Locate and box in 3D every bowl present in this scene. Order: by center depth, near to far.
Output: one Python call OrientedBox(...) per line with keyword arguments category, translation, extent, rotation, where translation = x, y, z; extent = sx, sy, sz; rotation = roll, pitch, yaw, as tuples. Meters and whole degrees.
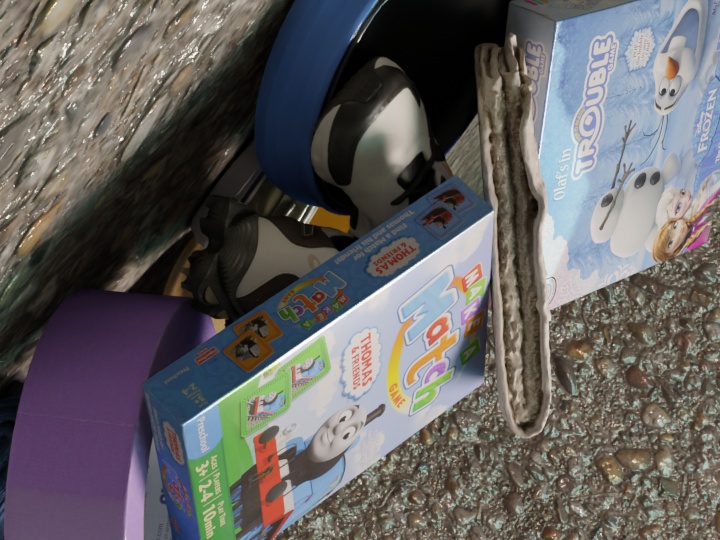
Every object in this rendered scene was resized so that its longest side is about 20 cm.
OrientedBox(category="bowl", translation=(0.022, -0.119, 0.997), extent=(0.200, 0.039, 0.201), rotation=(-41, 152, -27))

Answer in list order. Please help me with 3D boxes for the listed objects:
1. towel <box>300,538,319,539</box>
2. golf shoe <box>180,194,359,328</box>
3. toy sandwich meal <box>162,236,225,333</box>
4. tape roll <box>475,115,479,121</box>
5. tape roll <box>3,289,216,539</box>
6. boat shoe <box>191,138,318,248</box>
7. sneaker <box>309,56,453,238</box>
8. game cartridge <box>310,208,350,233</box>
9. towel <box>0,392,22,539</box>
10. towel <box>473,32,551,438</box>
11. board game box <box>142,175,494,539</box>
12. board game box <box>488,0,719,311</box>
OrientedBox(category="towel", translation=(-0.135, 0.228, 1.334), extent=(0.148, 0.031, 0.199), rotation=(-17, 179, -35))
OrientedBox(category="golf shoe", translation=(-0.031, 0.015, 0.989), extent=(0.200, 0.094, 0.078), rotation=(31, 72, -77))
OrientedBox(category="toy sandwich meal", translation=(-0.106, 0.070, 1.153), extent=(0.205, 0.070, 0.207), rotation=(1, 90, -67))
OrientedBox(category="tape roll", translation=(0.148, -0.183, 1.230), extent=(0.203, 0.139, 0.203), rotation=(-53, 162, -25))
OrientedBox(category="tape roll", translation=(-0.127, 0.113, 0.954), extent=(0.200, 0.065, 0.202), rotation=(5, 90, -81))
OrientedBox(category="boat shoe", translation=(-0.023, -0.082, 1.088), extent=(0.200, 0.062, 0.072), rotation=(-52, 175, 7))
OrientedBox(category="sneaker", translation=(0.030, -0.042, 0.969), extent=(0.074, 0.080, 0.200), rotation=(-46, 152, -12))
OrientedBox(category="game cartridge", translation=(0.000, 0.000, 1.219), extent=(0.032, 0.176, 0.200), rotation=(-44, 172, -43))
OrientedBox(category="towel", translation=(-0.198, 0.117, 1.009), extent=(0.112, 0.048, 0.200), rotation=(-56, 174, -1))
OrientedBox(category="towel", translation=(0.086, -0.024, 0.987), extent=(0.133, 0.034, 0.202), rotation=(-80, 166, -71))
OrientedBox(category="board game box", translation=(-0.016, 0.058, 0.914), extent=(0.199, 0.037, 0.152), rotation=(-35, 148, -24))
OrientedBox(category="board game box", translation=(0.163, -0.087, 1.113), extent=(0.198, 0.043, 0.202), rotation=(-20, 127, -37))
